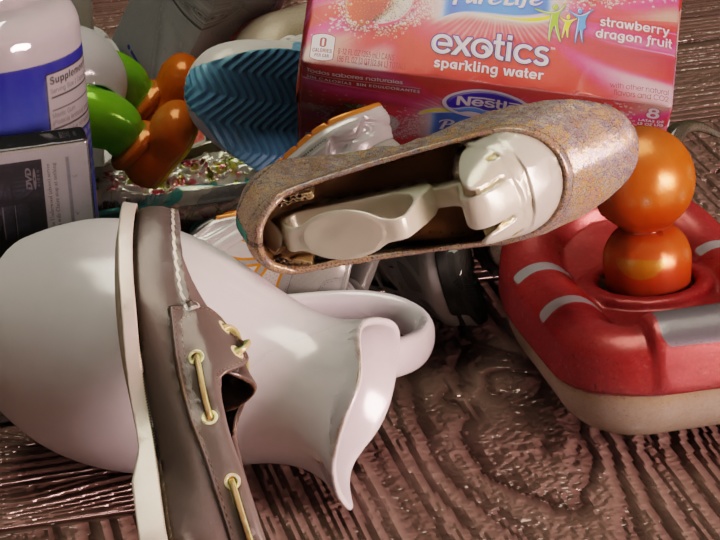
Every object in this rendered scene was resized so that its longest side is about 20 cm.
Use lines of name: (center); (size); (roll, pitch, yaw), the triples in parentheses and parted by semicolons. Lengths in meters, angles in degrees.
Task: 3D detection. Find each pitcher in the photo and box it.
pitcher: (-0.073, 0.036, 1.386); (0.199, 0.122, 0.172); (13, 21, 16)

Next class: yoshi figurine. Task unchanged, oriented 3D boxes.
yoshi figurine: (-0.177, -0.137, 1.572); (0.199, 0.113, 0.112); (27, -20, -15)

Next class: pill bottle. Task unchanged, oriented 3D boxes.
pill bottle: (-0.198, -0.087, 1.471); (0.111, 0.201, 0.112); (-4, 20, 1)

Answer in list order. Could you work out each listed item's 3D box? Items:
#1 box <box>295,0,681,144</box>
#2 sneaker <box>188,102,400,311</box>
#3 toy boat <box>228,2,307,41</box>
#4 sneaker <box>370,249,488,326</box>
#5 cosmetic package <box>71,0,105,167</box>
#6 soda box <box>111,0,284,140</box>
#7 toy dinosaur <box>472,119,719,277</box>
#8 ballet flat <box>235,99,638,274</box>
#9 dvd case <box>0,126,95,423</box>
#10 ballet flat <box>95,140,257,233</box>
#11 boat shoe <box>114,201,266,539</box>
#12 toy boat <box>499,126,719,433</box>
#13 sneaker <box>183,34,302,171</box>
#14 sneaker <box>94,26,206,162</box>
box: (0.069, -0.118, 1.513); (0.199, 0.096, 0.100); (7, 63, 1)
sneaker: (-0.044, 0.006, 1.469); (0.200, 0.092, 0.076); (-40, -5, 12)
toy boat: (-0.012, -0.101, 1.785); (0.199, 0.131, 0.131); (-17, -5, -33)
sneaker: (0.000, 0.000, 1.559); (0.115, 0.076, 0.201); (-16, 15, -6)
cosmetic package: (-0.268, -0.099, 1.714); (0.165, 0.168, 0.200); (-13, 21, -26)
soda box: (-0.109, -0.148, 1.788); (0.063, 0.200, 0.068); (-18, 65, -35)
toy dinosaur: (0.128, -0.038, 1.642); (0.199, 0.077, 0.102); (-6, 31, -21)
ballet flat: (0.037, -0.032, 1.347); (0.199, 0.068, 0.067); (-14, 17, 8)
dvd case: (-0.230, 0.012, 1.422); (0.199, 0.151, 0.025); (-9, 24, -12)
ballet flat: (-0.114, -0.041, 1.647); (0.199, 0.076, 0.064); (-9, 51, -16)
boat shoe: (-0.074, 0.059, 1.255); (0.059, 0.072, 0.201); (-9, 62, 0)
toy boat: (0.143, -0.009, 1.419); (0.130, 0.132, 0.200); (-7, 20, -11)
sneaker: (-0.034, -0.099, 1.621); (0.081, 0.077, 0.199); (28, 17, 39)
sneaker: (-0.151, -0.073, 1.771); (0.077, 0.082, 0.200); (-16, 47, -22)
